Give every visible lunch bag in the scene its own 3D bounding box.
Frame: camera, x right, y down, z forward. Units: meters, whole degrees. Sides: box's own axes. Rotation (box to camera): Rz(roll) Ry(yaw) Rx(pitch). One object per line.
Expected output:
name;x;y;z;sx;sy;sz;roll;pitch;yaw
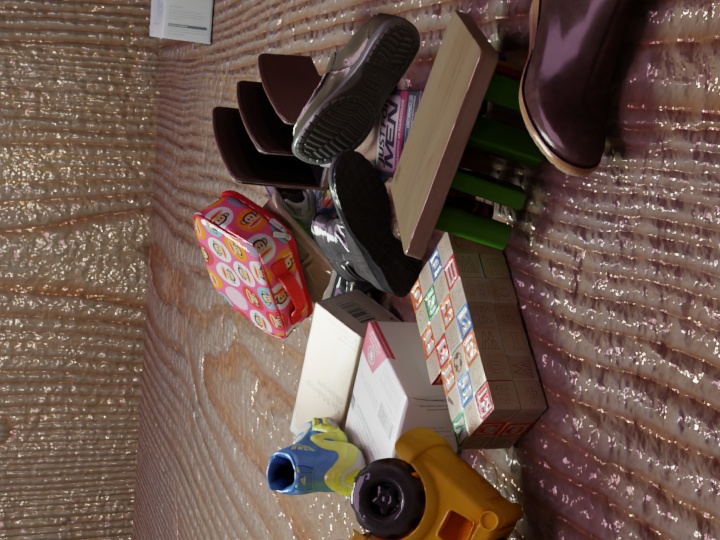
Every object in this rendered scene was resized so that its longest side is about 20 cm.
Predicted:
lunch bag;-0.142;-0.001;1.511;0.175;0.082;0.201;31;149;35

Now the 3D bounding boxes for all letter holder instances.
letter holder;-0.121;-0.207;1.455;0.201;0.140;0.101;-112;30;-50

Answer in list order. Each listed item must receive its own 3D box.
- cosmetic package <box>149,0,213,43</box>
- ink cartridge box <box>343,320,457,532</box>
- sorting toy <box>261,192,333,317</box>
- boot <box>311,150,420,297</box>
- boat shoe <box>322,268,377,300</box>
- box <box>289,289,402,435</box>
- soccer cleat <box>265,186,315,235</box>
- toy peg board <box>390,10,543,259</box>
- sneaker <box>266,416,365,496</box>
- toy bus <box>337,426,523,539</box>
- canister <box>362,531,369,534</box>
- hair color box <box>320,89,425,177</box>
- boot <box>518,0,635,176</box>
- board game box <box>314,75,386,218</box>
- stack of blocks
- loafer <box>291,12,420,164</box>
cosmetic package;-0.420;-0.645;2.530;0.199;0.121;0.203;-148;63;-67
ink cartridge box;0.046;0.180;1.219;0.146;0.084;0.202;-117;35;-53
sorting toy;-0.081;-0.008;1.541;0.201;0.036;0.185;51;155;-2
boot;-0.018;-0.054;1.281;0.131;0.070;0.202;16;136;49
boat shoe;0.000;0.000;1.412;0.072;0.067;0.202;-26;-45;-69
box;-0.020;0.138;1.374;0.095;0.077;0.202;33;124;36
soccer cleat;-0.088;-0.081;1.535;0.201;0.069;0.086;65;173;-30
toy peg board;0.112;-0.127;1.057;0.200;0.097;0.202;-96;25;-67
sneaker;-0.069;0.217;1.266;0.200;0.104;0.077;-179;90;-70
toy bus;0.070;0.278;1.003;0.191;0.136;0.201;33;96;21
canister;0.037;0.391;1.141;0.201;0.086;0.149;58;146;21
hair color box;0.030;-0.161;1.261;0.199;0.060;0.101;16;103;55
boot;0.189;-0.198;0.871;0.167;0.071;0.202;123;147;-58
board game box;-0.014;-0.199;1.452;0.200;0.061;0.202;132;135;-61
stack of blocks;0.113;0.075;1.079;0.116;0.058;0.202;118;147;-51
loafer;-0.009;-0.206;1.212;0.200;0.075;0.070;-49;37;18
